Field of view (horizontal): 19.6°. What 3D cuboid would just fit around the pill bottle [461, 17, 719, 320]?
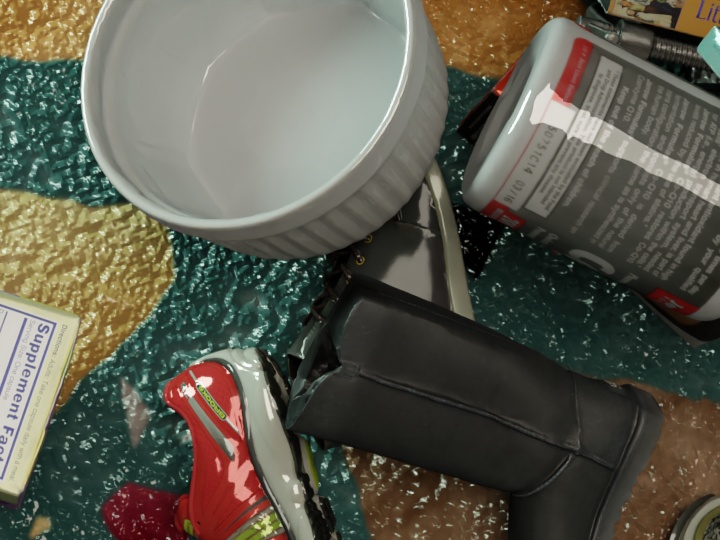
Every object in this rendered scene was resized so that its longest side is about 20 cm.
[{"bbox_3d":[0.166,-0.043,1.121,0.200,0.114,0.114,27,77,-5],"label":"pill bottle"}]

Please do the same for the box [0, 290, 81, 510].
[{"bbox_3d":[-0.259,0.048,1.101,0.200,0.176,0.097,19,78,-6],"label":"box"}]

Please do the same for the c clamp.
[{"bbox_3d":[0.212,-0.123,1.229,0.200,0.171,0.027,11,104,-13],"label":"c clamp"}]

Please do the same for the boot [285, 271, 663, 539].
[{"bbox_3d":[0.050,0.110,1.165,0.200,0.066,0.165,21,93,-23],"label":"boot"}]

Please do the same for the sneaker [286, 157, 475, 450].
[{"bbox_3d":[0.000,0.000,1.205,0.106,0.075,0.200,-14,84,-16],"label":"sneaker"}]

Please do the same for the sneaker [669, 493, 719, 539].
[{"bbox_3d":[0.270,0.209,1.211,0.200,0.089,0.077,41,76,-2],"label":"sneaker"}]

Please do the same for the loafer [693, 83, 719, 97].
[{"bbox_3d":[0.263,-0.079,1.268,0.200,0.072,0.073,8,80,-8],"label":"loafer"}]

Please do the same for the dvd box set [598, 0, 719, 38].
[{"bbox_3d":[0.234,-0.161,1.246,0.200,0.146,0.029,13,112,-8],"label":"dvd box set"}]

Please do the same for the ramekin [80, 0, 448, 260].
[{"bbox_3d":[-0.045,-0.101,1.168,0.200,0.105,0.200,-7,71,20],"label":"ramekin"}]

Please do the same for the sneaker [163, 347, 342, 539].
[{"bbox_3d":[-0.061,0.145,1.184,0.085,0.077,0.200,-16,85,11],"label":"sneaker"}]

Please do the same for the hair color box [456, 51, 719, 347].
[{"bbox_3d":[0.157,-0.047,1.229,0.200,0.102,0.061,42,77,0],"label":"hair color box"}]

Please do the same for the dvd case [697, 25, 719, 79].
[{"bbox_3d":[0.284,-0.057,1.131,0.200,0.022,0.146,14,33,-40],"label":"dvd case"}]
